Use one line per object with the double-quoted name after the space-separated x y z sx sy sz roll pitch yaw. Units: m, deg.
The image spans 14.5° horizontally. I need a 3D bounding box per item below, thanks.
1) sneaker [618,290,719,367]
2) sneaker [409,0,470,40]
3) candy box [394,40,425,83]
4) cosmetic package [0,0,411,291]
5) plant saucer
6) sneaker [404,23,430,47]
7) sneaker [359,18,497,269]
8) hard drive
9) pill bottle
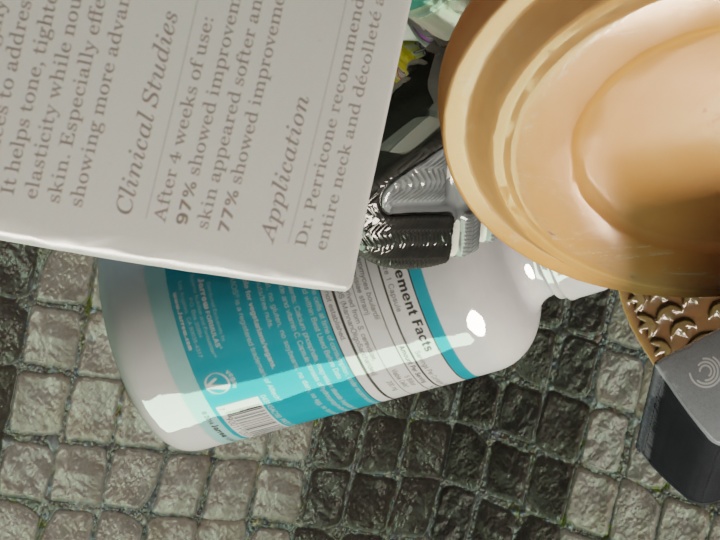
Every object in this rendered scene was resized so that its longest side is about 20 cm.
0.147 0.013 1.242 0.067 0.201 0.090 -20 -158 2 "sneaker"
-0.004 -0.142 1.053 0.080 0.072 0.200 32 -179 -22 "sneaker"
0.066 -0.111 1.370 0.102 0.026 0.200 -23 -152 -10 "candy box"
-0.108 -0.098 0.880 0.200 0.168 0.166 11 -176 -42 "cosmetic package"
0.126 -0.053 0.943 0.199 0.032 0.201 -2 142 -2 "plant saucer"
0.043 -0.138 1.349 0.099 0.075 0.200 -5 -163 -30 "sneaker"
0.034 -0.077 1.114 0.115 0.075 0.200 36 -132 29 "sneaker"
0.196 0.019 1.008 0.199 0.042 0.135 -26 164 -6 "hard drive"
0.000 0.000 1.178 0.199 0.111 0.111 -16 176 14 "pill bottle"
